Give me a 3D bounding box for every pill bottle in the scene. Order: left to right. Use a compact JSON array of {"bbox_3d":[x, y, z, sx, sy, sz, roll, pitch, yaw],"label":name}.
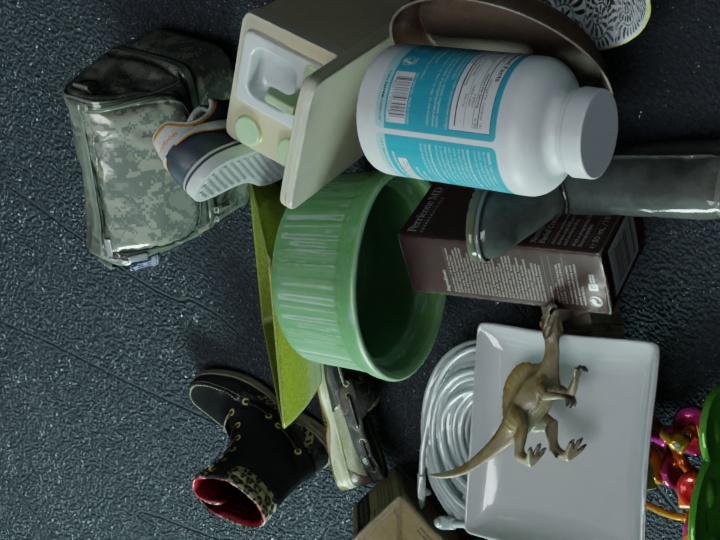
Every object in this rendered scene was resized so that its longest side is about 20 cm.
[{"bbox_3d":[0.103,-0.121,1.051,0.198,0.111,0.112,12,125,34],"label":"pill bottle"}]

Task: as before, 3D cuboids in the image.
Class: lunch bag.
[{"bbox_3d":[-0.215,-0.120,1.313,0.139,0.167,0.202,22,130,34],"label":"lunch bag"}]

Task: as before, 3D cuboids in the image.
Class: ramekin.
[{"bbox_3d":[0.000,0.000,1.230,0.097,0.200,0.202,4,120,28],"label":"ramekin"}]

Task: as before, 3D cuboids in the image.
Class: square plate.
[{"bbox_3d":[0.180,0.154,1.163,0.199,0.028,0.201,5,92,46],"label":"square plate"}]

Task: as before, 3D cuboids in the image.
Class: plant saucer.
[{"bbox_3d":[-0.076,0.023,1.340,0.047,0.200,0.202,-7,122,-7],"label":"plant saucer"},{"bbox_3d":[0.121,-0.182,1.091,0.198,0.035,0.200,20,165,6],"label":"plant saucer"}]

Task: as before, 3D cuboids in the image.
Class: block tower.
[{"bbox_3d":[0.214,0.105,1.189,0.058,0.054,0.202,-23,71,43],"label":"block tower"}]

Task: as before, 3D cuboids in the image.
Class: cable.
[{"bbox_3d":[0.139,0.167,1.286,0.199,0.069,0.202,6,98,51],"label":"cable"}]

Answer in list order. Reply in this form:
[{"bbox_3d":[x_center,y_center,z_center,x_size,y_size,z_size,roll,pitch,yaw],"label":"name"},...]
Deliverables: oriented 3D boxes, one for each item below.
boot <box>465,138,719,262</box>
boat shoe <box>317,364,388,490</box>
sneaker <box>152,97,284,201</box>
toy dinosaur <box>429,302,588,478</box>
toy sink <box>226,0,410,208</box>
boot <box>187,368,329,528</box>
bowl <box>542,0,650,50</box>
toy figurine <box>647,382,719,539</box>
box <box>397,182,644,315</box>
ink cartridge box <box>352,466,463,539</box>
[{"bbox_3d":[0.206,-0.059,1.081,0.198,0.182,0.073,14,137,32],"label":"boot"},{"bbox_3d":[-0.010,0.141,1.427,0.064,0.073,0.202,-7,108,9],"label":"boat shoe"},{"bbox_3d":[-0.117,-0.126,1.243,0.079,0.200,0.079,45,118,13],"label":"sneaker"},{"bbox_3d":[0.148,0.131,1.152,0.201,0.058,0.101,-60,36,15],"label":"toy dinosaur"},{"bbox_3d":[-0.043,-0.167,1.155,0.111,0.200,0.131,28,131,18],"label":"toy sink"},{"bbox_3d":[-0.143,0.202,1.491,0.199,0.151,0.074,29,131,15],"label":"boot"},{"bbox_3d":[0.144,-0.266,1.018,0.199,0.095,0.201,21,166,6],"label":"bowl"},{"bbox_3d":[0.272,0.198,1.240,0.183,0.149,0.202,2,104,44],"label":"toy figurine"},{"bbox_3d":[0.146,-0.028,1.181,0.198,0.100,0.075,5,131,31],"label":"box"},{"bbox_3d":[0.081,0.322,1.405,0.075,0.165,0.200,-42,91,0],"label":"ink cartridge box"}]
